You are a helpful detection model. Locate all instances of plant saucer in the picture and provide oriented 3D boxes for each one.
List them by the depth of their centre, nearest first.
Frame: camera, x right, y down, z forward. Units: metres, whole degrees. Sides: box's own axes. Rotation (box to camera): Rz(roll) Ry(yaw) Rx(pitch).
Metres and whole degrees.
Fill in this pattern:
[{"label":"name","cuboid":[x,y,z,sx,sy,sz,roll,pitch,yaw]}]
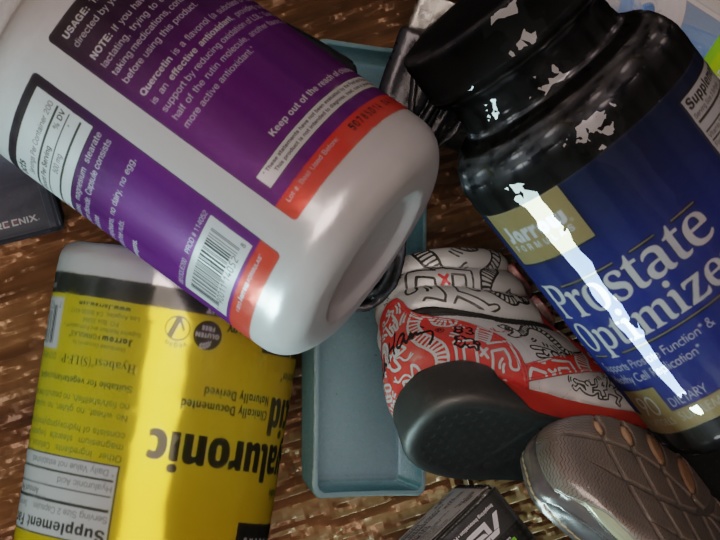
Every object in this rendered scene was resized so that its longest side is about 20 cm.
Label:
[{"label":"plant saucer","cuboid":[0.000,0.000,1.190,0.070,0.019,0.202,3,87,-44]}]

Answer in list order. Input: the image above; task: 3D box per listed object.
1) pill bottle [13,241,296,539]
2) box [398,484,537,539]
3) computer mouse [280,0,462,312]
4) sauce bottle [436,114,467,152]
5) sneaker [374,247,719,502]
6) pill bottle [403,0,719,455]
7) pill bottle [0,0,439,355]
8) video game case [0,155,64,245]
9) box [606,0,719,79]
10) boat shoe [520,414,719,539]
[{"label":"pill bottle","cuboid":[-0.092,0.094,1.155,0.110,0.111,0.202,9,88,0]},{"label":"box","cuboid":[0.040,0.228,1.146,0.200,0.047,0.193,-42,101,-18]},{"label":"computer mouse","cuboid":[-0.056,-0.080,1.154,0.199,0.053,0.139,25,99,26]},{"label":"sauce bottle","cuboid":[0.120,-0.044,1.189,0.199,0.066,0.066,21,87,3]},{"label":"sneaker","cuboid":[0.095,0.050,1.179,0.200,0.108,0.067,16,128,-29]},{"label":"pill bottle","cuboid":[0.111,-0.033,1.087,0.112,0.112,0.200,-40,101,-2]},{"label":"pill bottle","cuboid":[-0.073,-0.063,1.079,0.200,0.112,0.113,36,88,11]},{"label":"video game case","cuboid":[-0.222,-0.089,1.155,0.142,0.019,0.201,-14,122,-1]},{"label":"box","cuboid":[0.123,-0.149,1.155,0.199,0.101,0.113,34,115,1]},{"label":"boat shoe","cuboid":[0.130,0.133,1.138,0.073,0.075,0.200,-36,126,25]}]
